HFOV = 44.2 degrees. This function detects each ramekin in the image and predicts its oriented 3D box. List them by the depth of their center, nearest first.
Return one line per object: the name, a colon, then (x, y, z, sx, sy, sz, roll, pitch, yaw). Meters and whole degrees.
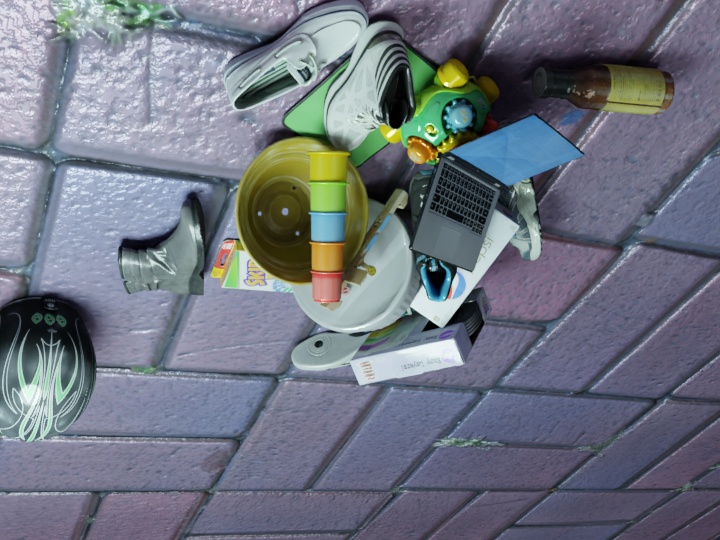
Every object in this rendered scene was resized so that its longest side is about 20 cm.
ramekin: (0.000, 0.000, 1.335, 0.201, 0.204, 0.094, -24, 157, 15)

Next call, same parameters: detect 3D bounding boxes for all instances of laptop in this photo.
laptop: (0.181, -0.093, 1.162, 0.187, 0.115, 0.202, 16, 93, -56)

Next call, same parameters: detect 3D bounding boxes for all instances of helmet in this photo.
helmet: (-0.504, 0.162, 1.381, 0.197, 0.192, 0.201, -9, 143, -7)

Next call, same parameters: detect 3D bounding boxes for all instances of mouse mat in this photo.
mouse mat: (0.011, -0.224, 1.194, 0.199, 0.008, 0.160, -35, 139, 27)

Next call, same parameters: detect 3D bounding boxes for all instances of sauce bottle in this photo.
sauce bottle: (0.331, -0.251, 1.213, 0.198, 0.067, 0.066, 2, 141, -20)

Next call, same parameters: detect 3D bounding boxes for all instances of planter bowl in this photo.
planter bowl: (-0.094, -0.083, 1.247, 0.198, 0.203, 0.083, 8, 180, -27)

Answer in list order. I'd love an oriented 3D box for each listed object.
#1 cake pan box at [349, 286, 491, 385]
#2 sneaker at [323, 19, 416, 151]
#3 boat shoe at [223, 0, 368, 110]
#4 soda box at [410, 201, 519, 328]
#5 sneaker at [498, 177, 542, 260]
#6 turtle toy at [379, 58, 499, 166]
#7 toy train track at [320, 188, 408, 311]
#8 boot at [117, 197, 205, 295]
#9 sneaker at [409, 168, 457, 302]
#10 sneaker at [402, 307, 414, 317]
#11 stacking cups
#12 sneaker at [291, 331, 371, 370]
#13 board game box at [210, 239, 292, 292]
cake pan box: (0.103, 0.104, 1.426, 0.198, 0.184, 0.053, -15, 110, 30)
sneaker: (0.009, -0.201, 1.119, 0.075, 0.116, 0.201, 3, 141, -22)
boat shoe: (-0.074, -0.251, 1.078, 0.198, 0.067, 0.074, -27, 142, 18)
soda box: (0.154, -0.016, 1.344, 0.068, 0.064, 0.201, 33, 109, -7)
sneaker: (0.240, -0.089, 1.407, 0.085, 0.078, 0.201, -8, 138, 13)
turtle toy: (0.132, -0.187, 1.197, 0.145, 0.102, 0.199, -38, 149, 30)
toy train track: (0.012, -0.025, 1.263, 0.032, 0.114, 0.201, 37, 81, -28)
boot: (-0.296, -0.026, 1.311, 0.130, 0.070, 0.201, 1, 137, -11)
sneaker: (0.108, -0.047, 1.230, 0.072, 0.082, 0.202, -3, 130, 12)
sneaker: (0.114, 0.025, 1.431, 0.199, 0.080, 0.072, -38, 145, -12)
stacking cups: (-0.047, -0.058, 1.194, 0.060, 0.203, 0.061, 3, -177, 0)
sneaker: (-0.021, 0.162, 1.640, 0.198, 0.074, 0.112, -16, 143, 1)
board game box: (-0.134, -0.004, 1.425, 0.198, 0.030, 0.096, 7, 139, -22)
